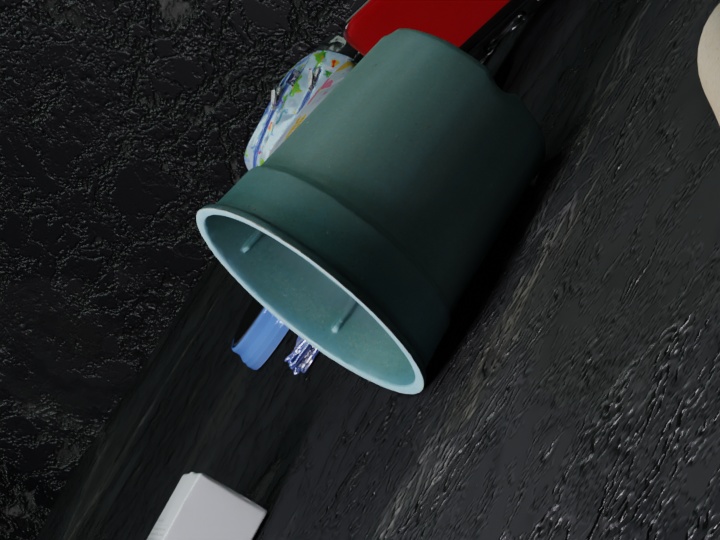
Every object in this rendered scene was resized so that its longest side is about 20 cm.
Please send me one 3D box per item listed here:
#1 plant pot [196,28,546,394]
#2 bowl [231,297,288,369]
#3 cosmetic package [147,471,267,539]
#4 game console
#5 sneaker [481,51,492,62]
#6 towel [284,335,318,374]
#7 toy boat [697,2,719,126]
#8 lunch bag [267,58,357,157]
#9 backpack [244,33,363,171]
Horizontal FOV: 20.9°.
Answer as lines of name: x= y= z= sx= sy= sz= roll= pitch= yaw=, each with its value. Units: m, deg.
plant pot: x=0.019 y=-0.052 z=1.386 sx=0.197 sy=0.200 sz=0.200 roll=-53 pitch=6 yaw=-15
bowl: x=-0.091 y=0.022 z=2.302 sx=0.201 sy=0.039 sz=0.201 roll=-58 pitch=7 yaw=12
cosmetic package: x=-0.165 y=0.278 z=1.681 sx=0.201 sy=0.071 sz=0.101 roll=-61 pitch=9 yaw=-12
game console: x=0.093 y=-0.258 z=1.756 sx=0.200 sy=0.119 sz=0.173 roll=-41 pitch=12 yaw=15
sneaker: x=0.124 y=-0.271 z=1.972 sx=0.200 sy=0.078 sz=0.089 roll=-50 pitch=2 yaw=7
towel: x=-0.023 y=0.011 z=1.977 sx=0.145 sy=0.024 sz=0.200 roll=-55 pitch=8 yaw=20
toy boat: x=0.184 y=-0.036 z=0.580 sx=0.130 sy=0.131 sz=0.200 roll=-27 pitch=16 yaw=12
lunch bag: x=-0.038 y=-0.110 z=2.163 sx=0.200 sy=0.127 sz=0.170 roll=-46 pitch=13 yaw=17
backpack: x=-0.047 y=-0.163 z=2.337 sx=0.163 sy=0.153 sz=0.201 roll=55 pitch=-136 yaw=-58
